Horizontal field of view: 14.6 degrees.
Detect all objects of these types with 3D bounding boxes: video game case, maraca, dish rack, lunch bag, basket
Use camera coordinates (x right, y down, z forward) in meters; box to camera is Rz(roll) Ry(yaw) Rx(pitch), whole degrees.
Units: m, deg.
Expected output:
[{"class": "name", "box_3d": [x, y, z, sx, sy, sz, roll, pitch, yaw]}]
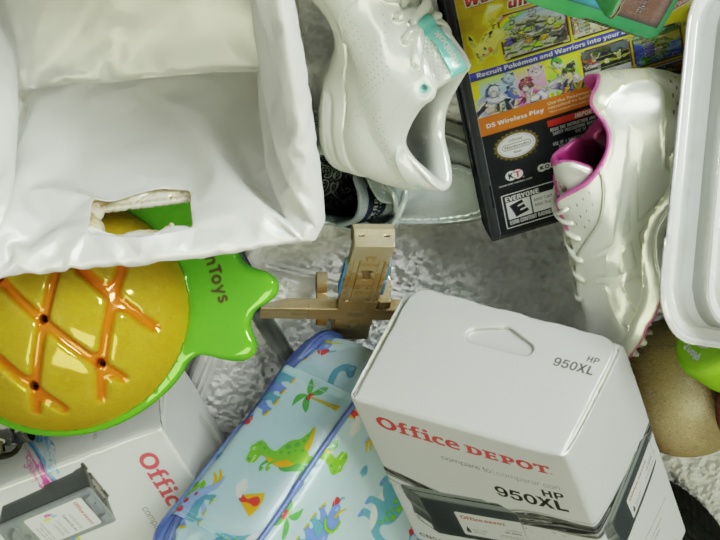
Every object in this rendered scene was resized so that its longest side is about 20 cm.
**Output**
[{"class": "video game case", "box_3d": [0.151, -0.121, 1.596, 0.199, 0.026, 0.181, -17, 128, -5]}, {"class": "maraca", "box_3d": [-0.146, 0.018, 1.598, 0.200, 0.107, 0.137, -19, 92, 11]}, {"class": "dish rack", "box_3d": [0.240, -0.054, 1.560, 0.043, 0.201, 0.171, 2, 176, 45]}, {"class": "lunch bag", "box_3d": [-0.028, 0.153, 1.716, 0.200, 0.082, 0.161, -55, 139, -16]}, {"class": "basket", "box_3d": [-0.128, -0.126, 1.511, 0.198, 0.161, 0.200, -7, 129, 2]}]

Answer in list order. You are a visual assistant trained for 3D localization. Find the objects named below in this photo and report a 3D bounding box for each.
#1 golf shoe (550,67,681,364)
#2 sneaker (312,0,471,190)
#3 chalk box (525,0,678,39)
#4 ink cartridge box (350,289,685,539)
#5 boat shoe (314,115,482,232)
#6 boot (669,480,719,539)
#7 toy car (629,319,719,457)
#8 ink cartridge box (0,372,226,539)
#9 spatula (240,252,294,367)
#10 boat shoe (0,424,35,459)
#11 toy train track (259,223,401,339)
[{"class": "golf shoe", "box_3d": [0.141, -0.029, 1.605, 0.091, 0.075, 0.200, 12, 114, -13]}, {"class": "sneaker", "box_3d": [0.022, -0.134, 1.525, 0.075, 0.088, 0.200, -34, 131, -34]}, {"class": "chalk box", "box_3d": [0.115, -0.210, 1.436, 0.124, 0.200, 0.125, 17, 125, -16]}, {"class": "ink cartridge box", "box_3d": [0.095, 0.114, 1.655, 0.144, 0.084, 0.200, 13, 148, 28]}, {"class": "boat shoe", "box_3d": [-0.005, -0.049, 1.634, 0.200, 0.072, 0.070, 8, 126, -12]}, {"class": "boot", "box_3d": [0.131, 0.170, 1.817, 0.138, 0.078, 0.200, -30, 123, 24]}, {"class": "toy car", "box_3d": [0.208, 0.050, 1.710, 0.200, 0.158, 0.164, -18, 142, 42]}, {"class": "ink cartridge box", "box_3d": [-0.181, 0.153, 1.772, 0.200, 0.086, 0.148, -20, 126, 14]}, {"class": "spatula", "box_3d": [-0.056, 0.037, 1.728, 0.056, 0.021, 0.200, -33, 122, -5]}, {"class": "boat shoe", "box_3d": [-0.219, 0.077, 1.697, 0.066, 0.070, 0.200, 41, 98, 2]}, {"class": "toy train track", "box_3d": [0.000, 0.000, 1.649, 0.114, 0.033, 0.200, 1, 164, -4]}]
